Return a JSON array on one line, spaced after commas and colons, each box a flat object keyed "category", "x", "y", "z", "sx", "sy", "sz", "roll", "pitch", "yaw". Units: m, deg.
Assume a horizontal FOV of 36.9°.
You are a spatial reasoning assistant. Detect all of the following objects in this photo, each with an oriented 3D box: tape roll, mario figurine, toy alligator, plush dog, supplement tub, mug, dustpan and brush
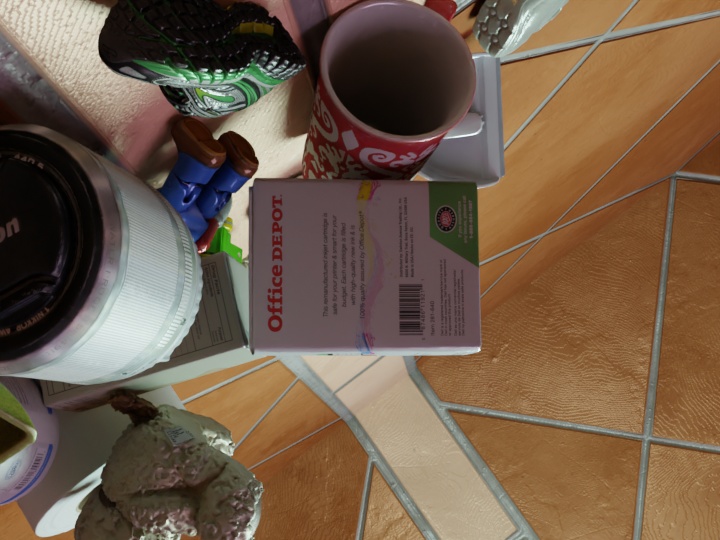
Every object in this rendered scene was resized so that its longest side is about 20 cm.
[{"category": "tape roll", "x": -0.294, "y": 0.170, "z": 1.163, "sx": 0.202, "sy": 0.140, "sz": 0.203, "roll": -35, "pitch": 166, "yaw": -10}, {"category": "mario figurine", "x": -0.179, "y": -0.046, "z": 0.925, "sx": 0.201, "sy": 0.123, "sz": 0.106, "roll": -51, "pitch": -159, "yaw": 19}, {"category": "toy alligator", "x": -0.153, "y": -0.022, "z": 1.078, "sx": 0.053, "sy": 0.060, "sz": 0.200, "roll": 2, "pitch": 170, "yaw": 9}, {"category": "plush dog", "x": -0.204, "y": 0.217, "z": 1.007, "sx": 0.173, "sy": 0.160, "sz": 0.200, "roll": -56, "pitch": -153, "yaw": 1}, {"category": "supplement tub", "x": -0.351, "y": 0.134, "z": 0.918, "sx": 0.131, "sy": 0.133, "sz": 0.200, "roll": -36, "pitch": 166, "yaw": -2}, {"category": "mug", "x": 0.030, "y": -0.142, "z": 0.987, "sx": 0.176, "sy": 0.134, "sz": 0.200, "roll": -30, "pitch": 168, "yaw": -21}, {"category": "dustpan and brush", "x": 0.057, "y": -0.148, "z": 1.122, "sx": 0.197, "sy": 0.142, "sz": 0.057, "roll": -6, "pitch": -166, "yaw": -4}]

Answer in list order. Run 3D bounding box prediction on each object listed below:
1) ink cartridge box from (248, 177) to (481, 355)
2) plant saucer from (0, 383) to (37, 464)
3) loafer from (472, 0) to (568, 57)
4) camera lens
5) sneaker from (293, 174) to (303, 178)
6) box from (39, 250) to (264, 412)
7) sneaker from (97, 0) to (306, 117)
[{"category": "ink cartridge box", "x": 0.000, "y": 0.000, "z": 0.941, "sx": 0.197, "sy": 0.147, "sz": 0.084, "roll": 0, "pitch": 173, "yaw": -8}, {"category": "plant saucer", "x": -0.346, "y": 0.085, "z": 0.723, "sx": 0.199, "sy": 0.048, "sz": 0.199, "roll": -32, "pitch": 125, "yaw": 28}, {"category": "loafer", "x": 0.174, "y": -0.281, "z": 1.029, "sx": 0.069, "sy": 0.070, "sz": 0.200, "roll": -34, "pitch": 174, "yaw": -31}, {"category": "camera lens", "x": -0.210, "y": -0.004, "z": 0.758, "sx": 0.159, "sy": 0.161, "sz": 0.200, "roll": -38, "pitch": 167, "yaw": 4}, {"category": "sneaker", "x": -0.015, "y": -0.077, "z": 1.160, "sx": 0.199, "sy": 0.089, "sz": 0.077, "roll": -36, "pitch": 166, "yaw": -9}, {"category": "box", "x": -0.196, "y": 0.060, "z": 1.006, "sx": 0.197, "sy": 0.096, "sz": 0.078, "roll": -15, "pitch": 166, "yaw": 8}, {"category": "sneaker", "x": -0.112, "y": -0.137, "z": 0.744, "sx": 0.085, "sy": 0.078, "sz": 0.199, "roll": -41, "pitch": 166, "yaw": 21}]
